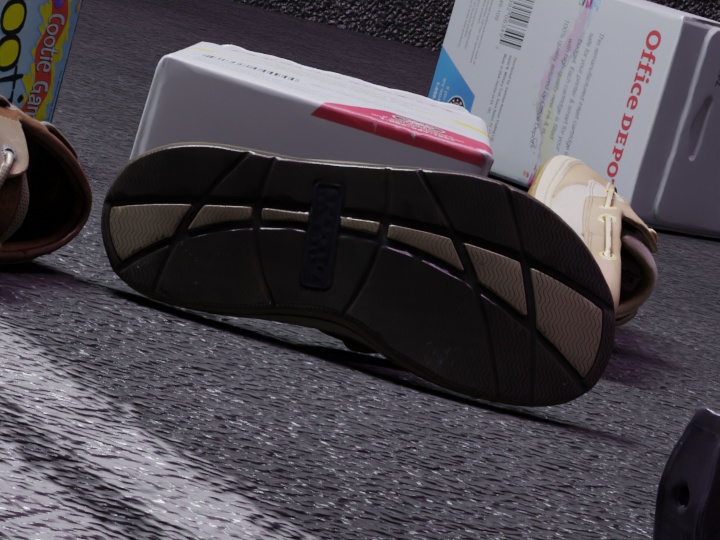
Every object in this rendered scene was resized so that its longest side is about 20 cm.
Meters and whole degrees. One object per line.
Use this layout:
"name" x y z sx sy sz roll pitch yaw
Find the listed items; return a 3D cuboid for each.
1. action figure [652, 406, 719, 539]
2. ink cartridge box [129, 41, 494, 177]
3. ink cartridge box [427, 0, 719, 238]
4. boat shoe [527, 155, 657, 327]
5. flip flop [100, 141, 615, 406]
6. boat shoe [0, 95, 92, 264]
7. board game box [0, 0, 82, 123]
"action figure" 0.186 0.083 0.882 0.199 0.070 0.130 14 1 -34
"ink cartridge box" -0.020 -0.041 1.319 0.144 0.084 0.200 16 7 1
"ink cartridge box" 0.172 -0.122 2.109 0.199 0.147 0.146 22 9 40
"boat shoe" 0.100 -0.002 1.355 0.069 0.074 0.200 19 17 8
"flip flop" 0.000 0.000 1.136 0.199 0.082 0.058 11 -8 8
"boat shoe" -0.150 -0.039 1.064 0.072 0.076 0.200 24 8 16
"board game box" -0.226 -0.119 1.405 0.104 0.104 0.200 18 8 23
